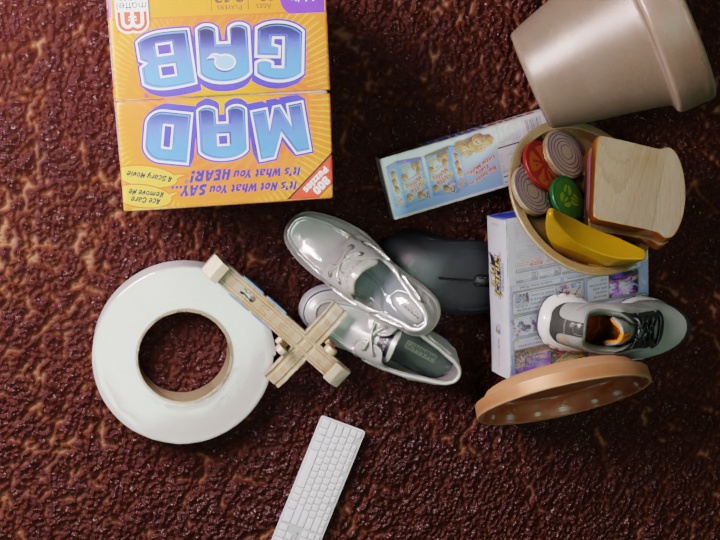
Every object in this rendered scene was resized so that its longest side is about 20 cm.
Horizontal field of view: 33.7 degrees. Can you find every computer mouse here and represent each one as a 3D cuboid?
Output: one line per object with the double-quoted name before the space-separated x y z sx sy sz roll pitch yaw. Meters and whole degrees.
"computer mouse" 0.111 0.000 1.344 0.198 0.053 0.140 1 102 -12

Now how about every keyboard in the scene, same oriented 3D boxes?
"keyboard" -0.057 0.269 1.389 0.056 0.011 0.202 20 97 -15

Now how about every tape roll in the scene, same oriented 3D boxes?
"tape roll" -0.193 0.090 1.308 0.200 0.037 0.205 -2 102 -11

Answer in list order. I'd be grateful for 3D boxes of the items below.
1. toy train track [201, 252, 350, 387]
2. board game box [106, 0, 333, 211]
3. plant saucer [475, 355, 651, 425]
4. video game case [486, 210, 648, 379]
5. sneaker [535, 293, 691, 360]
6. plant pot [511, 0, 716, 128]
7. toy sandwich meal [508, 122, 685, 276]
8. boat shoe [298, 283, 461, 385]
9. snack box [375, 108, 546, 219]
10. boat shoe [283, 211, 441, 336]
"toy train track" -0.090 0.057 1.281 0.200 0.033 0.115 42 98 -13
"board game box" -0.144 -0.180 1.174 0.198 0.200 0.202 -5 104 -11
"plant saucer" 0.225 0.133 1.335 0.198 0.201 0.033 -9 72 -10
"video game case" 0.238 0.015 1.356 0.198 0.045 0.183 -10 104 -25
"sneaker" 0.293 0.069 1.325 0.198 0.079 0.075 2 98 -28
"plant pot" 0.259 -0.241 1.268 0.173 0.201 0.202 -23 107 12
"toy sandwich meal" 0.257 -0.085 1.289 0.203 0.070 0.207 8 66 -19
"boat shoe" 0.025 0.078 1.336 0.199 0.066 0.072 30 95 -16
"snack box" 0.120 -0.119 1.335 0.198 0.024 0.073 -17 106 -8
"boat shoe" 0.000 0.000 1.285 0.199 0.069 0.071 33 96 7
